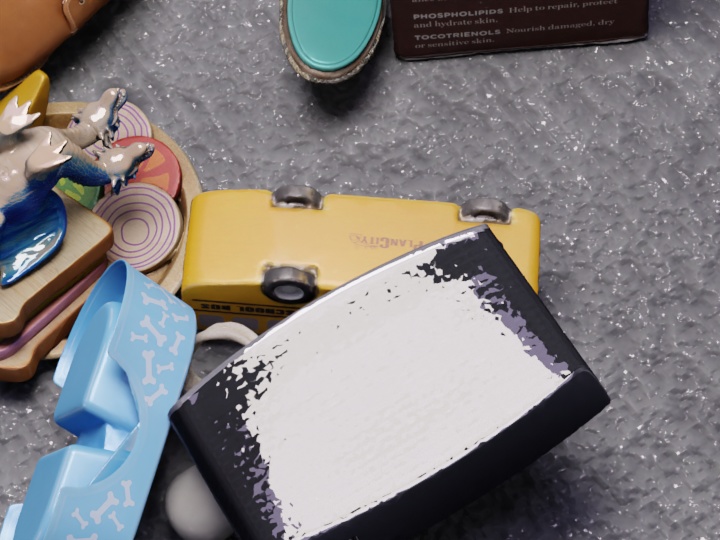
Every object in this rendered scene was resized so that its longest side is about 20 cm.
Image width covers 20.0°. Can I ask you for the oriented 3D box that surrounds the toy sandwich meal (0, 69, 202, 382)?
[{"bbox_3d":[-0.192,-0.032,1.213,0.205,0.070,0.205,-2,58,3],"label":"toy sandwich meal"}]

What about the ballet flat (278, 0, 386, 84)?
[{"bbox_3d":[-0.019,-0.188,1.295,0.068,0.075,0.200,6,62,-9],"label":"ballet flat"}]

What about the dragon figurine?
[{"bbox_3d":[-0.200,-0.034,1.140,0.200,0.099,0.059,-43,71,-10],"label":"dragon figurine"}]

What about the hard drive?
[{"bbox_3d":[0.012,0.065,1.042,0.200,0.042,0.135,-30,64,-7],"label":"hard drive"}]

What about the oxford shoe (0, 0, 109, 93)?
[{"bbox_3d":[-0.189,-0.179,1.265,0.071,0.071,0.200,52,46,-16],"label":"oxford shoe"}]

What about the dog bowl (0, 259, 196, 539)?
[{"bbox_3d":[-0.142,0.095,1.100,0.050,0.111,0.200,23,71,-18],"label":"dog bowl"}]

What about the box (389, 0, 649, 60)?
[{"bbox_3d":[0.092,-0.258,1.254,0.164,0.200,0.166,-4,57,3],"label":"box"}]

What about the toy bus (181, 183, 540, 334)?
[{"bbox_3d":[0.000,0.000,1.165,0.200,0.078,0.065,4,60,1],"label":"toy bus"}]

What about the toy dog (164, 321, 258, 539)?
[{"bbox_3d":[-0.002,0.094,1.123,0.200,0.096,0.132,-9,62,16],"label":"toy dog"}]
